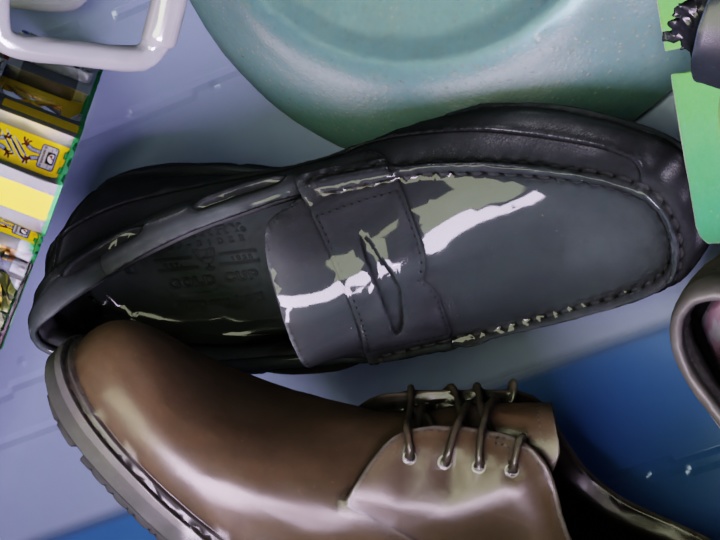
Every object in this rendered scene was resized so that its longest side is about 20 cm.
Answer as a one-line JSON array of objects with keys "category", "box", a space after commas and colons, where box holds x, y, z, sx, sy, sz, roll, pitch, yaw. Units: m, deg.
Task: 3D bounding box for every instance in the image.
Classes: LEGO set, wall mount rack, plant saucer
[{"category": "LEGO set", "box": [-0.157, 0.001, 0.863, 0.115, 0.154, 0.200, 20, 117, -6]}, {"category": "wall mount rack", "box": [-0.080, -0.151, 0.828, 0.074, 0.200, 0.174, 3, 102, -16]}, {"category": "plant saucer", "box": [0.019, -0.126, 0.834, 0.199, 0.036, 0.201, 2, 95, 25]}]

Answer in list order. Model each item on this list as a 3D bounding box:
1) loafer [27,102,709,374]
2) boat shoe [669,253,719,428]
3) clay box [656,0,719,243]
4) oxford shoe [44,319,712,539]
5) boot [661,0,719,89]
[{"category": "loafer", "box": [0.000, 0.000, 0.828, 0.200, 0.070, 0.068, -6, 120, 28]}, {"category": "boat shoe", "box": [0.152, 0.073, 0.775, 0.200, 0.057, 0.067, 47, 112, 15]}, {"category": "clay box", "box": [0.175, -0.075, 0.754, 0.199, 0.048, 0.115, -8, 91, 25]}, {"category": "oxford shoe", "box": [0.013, 0.054, 0.802, 0.199, 0.073, 0.085, 26, 118, -12]}, {"category": "boot", "box": [0.173, -0.104, 0.681, 0.168, 0.076, 0.201, 27, 112, 13]}]
